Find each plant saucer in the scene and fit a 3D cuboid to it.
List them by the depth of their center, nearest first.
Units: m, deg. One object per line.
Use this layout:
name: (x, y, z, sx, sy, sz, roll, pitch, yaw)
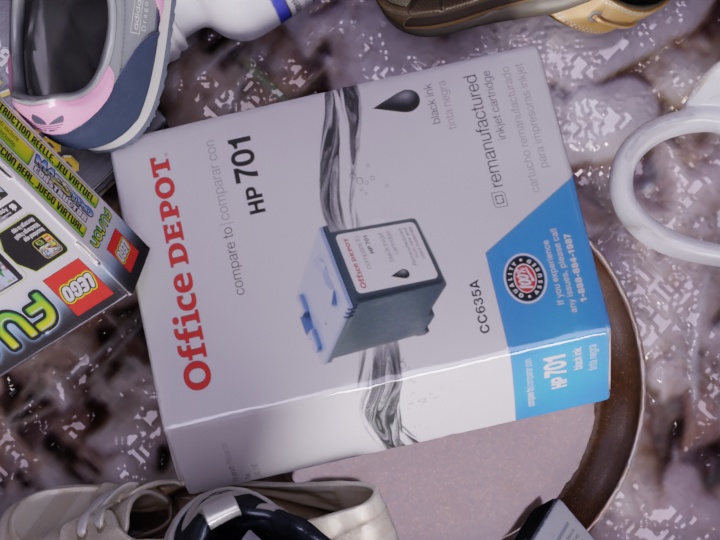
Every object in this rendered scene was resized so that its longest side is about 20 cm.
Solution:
plant saucer: (0.034, 0.054, 1.369, 0.199, 0.034, 0.202, 0, 87, -1)

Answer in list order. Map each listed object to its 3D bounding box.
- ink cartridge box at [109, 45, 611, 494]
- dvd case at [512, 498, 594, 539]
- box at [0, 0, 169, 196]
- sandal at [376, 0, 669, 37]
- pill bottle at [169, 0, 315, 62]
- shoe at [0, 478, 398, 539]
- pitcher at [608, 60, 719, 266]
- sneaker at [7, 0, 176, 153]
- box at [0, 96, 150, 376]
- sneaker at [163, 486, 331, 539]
ink cartridge box: (0.000, 0.000, 1.296, 0.199, 0.086, 0.147, -13, 67, -2)
dvd case: (0.117, 0.221, 1.301, 0.025, 0.150, 0.200, -33, 103, 39)
box: (-0.212, -0.086, 1.360, 0.158, 0.048, 0.200, -43, 89, -4)
sandal: (0.105, -0.139, 1.367, 0.199, 0.054, 0.081, -13, 43, -5)
pill bottle: (-0.043, -0.176, 1.339, 0.200, 0.112, 0.112, -34, 88, -1)
shoe: (-0.075, 0.115, 1.322, 0.199, 0.070, 0.054, 3, 128, 18)
pitcher: (0.230, -0.032, 1.341, 0.172, 0.121, 0.200, -44, 80, -3)
sneaker: (-0.115, -0.153, 1.249, 0.070, 0.082, 0.201, 1, 89, 18)
box: (-0.201, 0.008, 1.273, 0.200, 0.035, 0.110, -30, 115, 30)
sneaker: (-0.021, 0.175, 1.192, 0.079, 0.130, 0.200, -20, 78, -7)
